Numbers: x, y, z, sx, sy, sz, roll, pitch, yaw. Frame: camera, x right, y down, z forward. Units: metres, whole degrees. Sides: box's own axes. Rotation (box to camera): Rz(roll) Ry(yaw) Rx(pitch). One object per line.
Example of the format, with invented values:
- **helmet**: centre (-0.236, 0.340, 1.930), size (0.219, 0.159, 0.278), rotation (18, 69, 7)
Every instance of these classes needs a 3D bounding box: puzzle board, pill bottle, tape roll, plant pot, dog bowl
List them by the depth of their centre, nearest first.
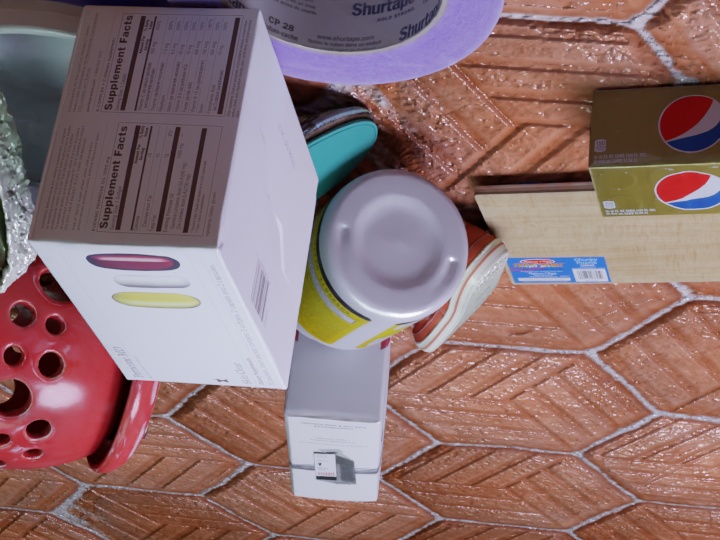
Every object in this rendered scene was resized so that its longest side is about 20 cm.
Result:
- **tape roll**: centre (-0.014, -0.195, 0.897), size (0.198, 0.086, 0.200), rotation (6, 154, 3)
- **dog bowl**: centre (-0.192, -0.134, 1.068), size (0.199, 0.079, 0.200), rotation (6, 153, 3)
- **pill bottle**: centre (0.000, 0.000, 1.215), size (0.111, 0.112, 0.200), rotation (15, 164, -13)
- **puzzle board**: centre (0.200, -0.031, 1.232), size (0.199, 0.018, 0.151), rotation (-1, 153, 18)
- **plant pot**: centre (-0.273, 0.078, 1.373), size (0.181, 0.202, 0.200), rotation (14, 153, -20)

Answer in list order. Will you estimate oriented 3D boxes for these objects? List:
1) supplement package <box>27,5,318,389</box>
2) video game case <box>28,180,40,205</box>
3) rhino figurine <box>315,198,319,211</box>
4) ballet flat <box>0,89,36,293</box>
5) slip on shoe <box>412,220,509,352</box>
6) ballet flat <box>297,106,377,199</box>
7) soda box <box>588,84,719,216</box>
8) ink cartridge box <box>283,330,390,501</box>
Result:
- **supplement package**: centre (-0.104, -0.038, 0.965), size (0.110, 0.157, 0.200), rotation (3, 155, 11)
- **video game case**: centre (-0.237, -0.048, 1.182), size (0.199, 0.023, 0.182), rotation (11, 177, 9)
- **rhino figurine**: centre (-0.128, -0.066, 1.199), size (0.198, 0.060, 0.087), rotation (10, 167, 0)
- **ballet flat**: centre (-0.250, -0.061, 1.025), size (0.071, 0.072, 0.201), rotation (1, 137, 12)
- **slip on shoe**: centre (0.071, 0.011, 1.306), size (0.061, 0.074, 0.200), rotation (42, 161, 10)
- **ballet flat**: centre (-0.078, -0.060, 1.121), size (0.074, 0.200, 0.074), rotation (42, 159, 20)
- **soda box**: centre (0.256, -0.081, 1.065), size (0.199, 0.064, 0.068), rotation (-2, 151, 17)
- **ink cartridge box**: centre (-0.017, 0.101, 1.401), size (0.082, 0.148, 0.200), rotation (5, 154, 2)
